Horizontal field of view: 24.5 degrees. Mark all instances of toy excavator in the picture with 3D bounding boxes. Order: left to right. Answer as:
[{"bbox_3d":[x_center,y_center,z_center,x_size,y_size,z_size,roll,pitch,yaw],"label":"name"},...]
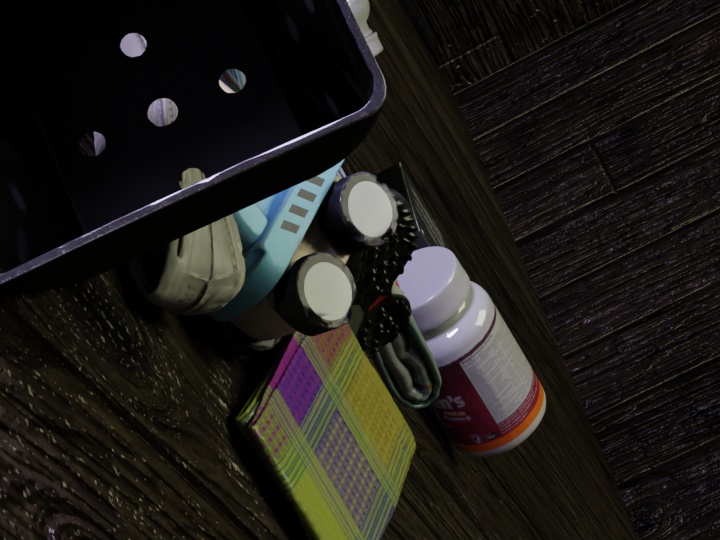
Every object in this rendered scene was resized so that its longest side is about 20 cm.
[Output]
[{"bbox_3d":[-0.075,-0.076,1.027,0.200,0.100,0.195,41,57,-24],"label":"toy excavator"}]

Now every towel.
[{"bbox_3d":[-0.018,0.108,1.085,0.144,0.023,0.200,61,23,-17],"label":"towel"},{"bbox_3d":[0.000,0.000,1.379,0.201,0.048,0.172,68,-4,-46],"label":"towel"}]

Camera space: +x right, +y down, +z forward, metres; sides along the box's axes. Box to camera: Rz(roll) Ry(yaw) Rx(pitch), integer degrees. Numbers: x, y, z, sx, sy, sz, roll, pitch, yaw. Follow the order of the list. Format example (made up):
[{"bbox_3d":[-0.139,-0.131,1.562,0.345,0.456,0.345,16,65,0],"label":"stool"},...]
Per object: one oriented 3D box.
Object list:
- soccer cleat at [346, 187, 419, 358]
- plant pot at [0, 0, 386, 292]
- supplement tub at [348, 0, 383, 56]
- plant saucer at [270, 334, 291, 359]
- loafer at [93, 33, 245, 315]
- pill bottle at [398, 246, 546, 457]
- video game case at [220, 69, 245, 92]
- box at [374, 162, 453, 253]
[{"bbox_3d":[-0.004,-0.009,1.166,0.073,0.068,0.200,48,-16,21],"label":"soccer cleat"},{"bbox_3d":[-0.112,-0.101,0.812,0.177,0.199,0.201,80,-15,-78],"label":"plant pot"},{"bbox_3d":[-0.078,-0.261,1.504,0.201,0.140,0.140,61,10,-9],"label":"supplement tub"},{"bbox_3d":[-0.049,0.023,1.227,0.201,0.036,0.200,60,11,-20],"label":"plant saucer"},{"bbox_3d":[-0.124,-0.069,0.962,0.070,0.070,0.201,7,56,-54],"label":"loafer"},{"bbox_3d":[0.096,0.080,1.623,0.200,0.109,0.110,57,12,-31],"label":"pill bottle"},{"bbox_3d":[-0.126,-0.203,1.194,0.200,0.024,0.182,52,-10,21],"label":"video game case"},{"bbox_3d":[0.062,0.011,1.724,0.201,0.079,0.141,58,8,-31],"label":"box"}]
